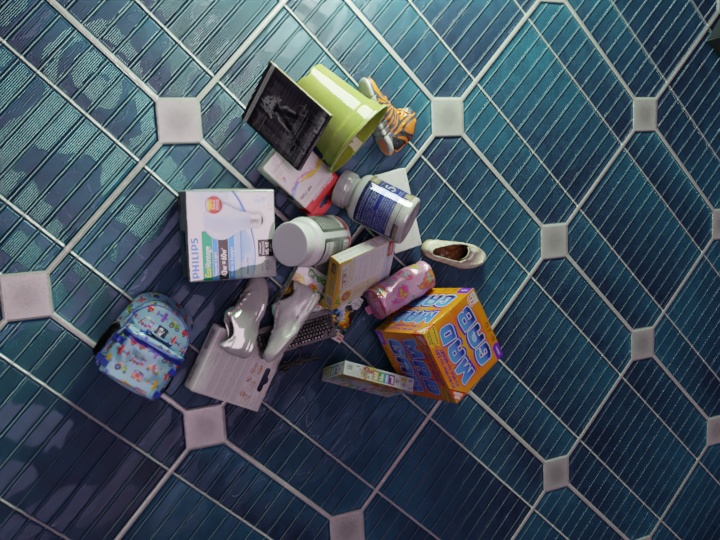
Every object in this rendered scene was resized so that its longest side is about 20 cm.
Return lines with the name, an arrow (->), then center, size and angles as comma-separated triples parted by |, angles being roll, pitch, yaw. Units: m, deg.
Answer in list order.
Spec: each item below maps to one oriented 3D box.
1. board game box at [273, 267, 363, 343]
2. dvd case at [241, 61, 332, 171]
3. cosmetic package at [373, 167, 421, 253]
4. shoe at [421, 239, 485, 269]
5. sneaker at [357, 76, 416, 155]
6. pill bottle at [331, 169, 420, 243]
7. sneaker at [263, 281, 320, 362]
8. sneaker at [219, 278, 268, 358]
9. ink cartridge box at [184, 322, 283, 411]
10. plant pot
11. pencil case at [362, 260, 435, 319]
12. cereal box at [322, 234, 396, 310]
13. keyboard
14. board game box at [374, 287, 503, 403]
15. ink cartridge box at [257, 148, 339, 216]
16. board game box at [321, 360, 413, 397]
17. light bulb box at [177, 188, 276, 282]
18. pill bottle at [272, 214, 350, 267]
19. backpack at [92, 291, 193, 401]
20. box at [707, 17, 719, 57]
board game box -> -0.103, 0.078, 1.571 | 0.198, 0.035, 0.128 | 32, 84, -22
dvd case -> -0.169, -0.346, 1.411 | 0.200, 0.016, 0.150 | 43, 116, 15
cosmetic package -> 0.093, -0.154, 1.616 | 0.081, 0.051, 0.204 | -17, 102, -17
shoe -> 0.260, -0.042, 1.696 | 0.196, 0.053, 0.071 | 8, 93, -23
sneaker -> 0.070, -0.402, 1.574 | 0.111, 0.077, 0.202 | -34, 118, -20
pill bottle -> 0.035, -0.160, 1.521 | 0.198, 0.120, 0.121 | 27, 85, 10
sneaker -> -0.182, 0.119, 1.482 | 0.088, 0.075, 0.201 | 34, 69, 1
sneaker -> -0.274, 0.095, 1.453 | 0.088, 0.075, 0.204 | 24, 64, -35
ink cartridge box -> -0.301, 0.235, 1.514 | 0.199, 0.050, 0.163 | 29, 84, -41
plant pot -> -0.067, -0.365, 1.456 | 0.184, 0.200, 0.201 | 43, 79, 0
pencil case -> 0.101, 0.049, 1.607 | 0.198, 0.087, 0.089 | -30, 107, -31
cereal box -> 0.000, 0.000, 1.536 | 0.198, 0.039, 0.146 | -24, 138, -39
keyboard -> -0.151, 0.179, 1.538 | 0.197, 0.021, 0.130 | -16, 104, -17
board game box -> 0.199, 0.182, 1.596 | 0.199, 0.199, 0.202 | -36, 108, -30
ink cartridge box -> -0.135, -0.219, 1.507 | 0.200, 0.067, 0.117 | 42, 80, -21
board game box -> 0.017, 0.276, 1.589 | 0.197, 0.134, 0.035 | 18, 67, -22
light bulb box -> -0.302, -0.084, 1.423 | 0.196, 0.124, 0.203 | -5, 98, -22
pill bottle -> -0.113, -0.068, 1.455 | 0.199, 0.112, 0.116 | -13, 105, -63
backpack -> -0.461, 0.158, 1.383 | 0.182, 0.134, 0.201 | 41, 78, -22
box -> 1.231, -0.745, 1.975 | 0.198, 0.123, 0.202 | 38, 80, -22
